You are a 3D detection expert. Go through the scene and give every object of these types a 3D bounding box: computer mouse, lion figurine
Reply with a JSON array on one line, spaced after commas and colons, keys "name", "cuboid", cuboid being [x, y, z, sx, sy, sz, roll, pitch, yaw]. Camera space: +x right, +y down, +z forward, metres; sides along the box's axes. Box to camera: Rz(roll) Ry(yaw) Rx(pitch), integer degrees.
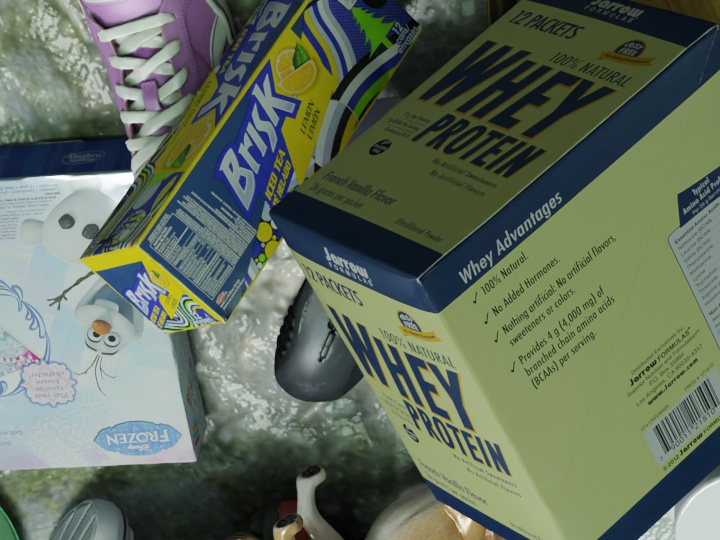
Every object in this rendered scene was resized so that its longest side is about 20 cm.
[{"name": "computer mouse", "cuboid": [0.000, 0.000, 1.499, 0.058, 0.034, 0.200, 19, 123, -5]}, {"name": "lion figurine", "cuboid": [0.029, 0.156, 1.546, 0.200, 0.072, 0.123, -25, 111, -11]}]

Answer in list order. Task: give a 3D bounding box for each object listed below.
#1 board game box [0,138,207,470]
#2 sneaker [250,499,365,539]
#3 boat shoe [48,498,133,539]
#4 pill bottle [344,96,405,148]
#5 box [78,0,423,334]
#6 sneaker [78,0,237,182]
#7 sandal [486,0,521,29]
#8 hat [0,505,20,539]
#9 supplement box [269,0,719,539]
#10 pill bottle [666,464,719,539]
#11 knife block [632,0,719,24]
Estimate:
[{"name": "board game box", "cuboid": [-0.203, 0.024, 1.534, 0.199, 0.043, 0.200, -3, 122, 9]}, {"name": "sneaker", "cuboid": [0.019, 0.198, 1.606, 0.098, 0.071, 0.201, -29, 117, 24]}, {"name": "boat shoe", "cuboid": [-0.168, 0.212, 1.649, 0.067, 0.074, 0.200, 14, 135, -19]}, {"name": "pill bottle", "cuboid": [0.052, 0.004, 1.432, 0.111, 0.112, 0.200, -26, 126, 22]}, {"name": "box", "cuboid": [-0.054, -0.066, 1.364, 0.064, 0.200, 0.070, 43, 155, -20]}, {"name": "sneaker", "cuboid": [-0.099, -0.082, 1.410, 0.072, 0.114, 0.201, -16, 119, 19]}, {"name": "sandal", "cuboid": [0.101, -0.075, 1.424, 0.054, 0.082, 0.200, 1, 134, 33]}, {"name": "hat", "cuboid": [-0.295, 0.213, 1.588, 0.165, 0.176, 0.200, 15, 123, -1]}, {"name": "supplement box", "cuboid": [0.102, 0.001, 1.312, 0.200, 0.134, 0.200, -40, 122, -17]}, {"name": "pill bottle", "cuboid": [0.207, 0.077, 1.423, 0.112, 0.200, 0.112, 3, 124, 5]}, {"name": "knife block", "cuboid": [0.143, -0.144, 1.366, 0.199, 0.064, 0.176, 20, 123, -7]}]
